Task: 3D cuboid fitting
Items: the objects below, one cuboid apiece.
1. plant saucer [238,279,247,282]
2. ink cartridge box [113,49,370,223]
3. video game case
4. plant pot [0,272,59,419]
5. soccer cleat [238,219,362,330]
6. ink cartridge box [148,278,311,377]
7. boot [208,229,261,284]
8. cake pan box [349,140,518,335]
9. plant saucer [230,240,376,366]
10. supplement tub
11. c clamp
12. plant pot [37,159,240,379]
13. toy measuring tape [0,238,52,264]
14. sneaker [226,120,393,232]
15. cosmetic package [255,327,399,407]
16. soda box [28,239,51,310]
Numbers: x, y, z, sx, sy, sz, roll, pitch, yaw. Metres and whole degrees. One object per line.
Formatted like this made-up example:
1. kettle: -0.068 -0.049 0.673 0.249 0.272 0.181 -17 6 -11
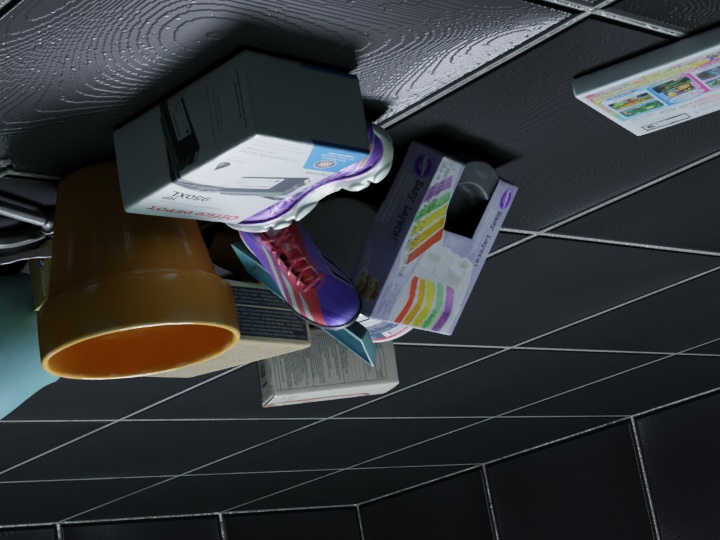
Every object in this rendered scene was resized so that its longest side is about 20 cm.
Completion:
1. plant saucer: -0.137 0.044 2.125 0.198 0.036 0.200 -10 165 -3
2. ink cartridge box: -0.112 -0.117 1.471 0.144 0.085 0.199 6 158 -44
3. video game case: 0.339 -0.195 1.614 0.199 0.024 0.182 -18 163 27
4. plant pot: -0.448 0.092 1.818 0.187 0.202 0.200 -17 171 -33
5. soccer cleat: -0.072 -0.016 1.680 0.068 0.200 0.073 -36 148 -10
6. ink cartridge box: -0.184 0.070 1.844 0.199 0.076 0.164 -15 166 32
7. boot: -0.123 -0.012 1.909 0.075 0.074 0.200 5 165 16
8. cake pan box: 0.080 -0.035 1.747 0.052 0.201 0.184 28 -174 30
9. plant saucer: -0.060 0.032 1.735 0.019 0.199 0.070 -48 152 -14
10. supplement tub: 0.000 0.000 1.859 0.139 0.142 0.200 -14 164 12
11. c clamp: -0.375 -0.053 1.631 0.169 0.027 0.200 -14 165 18
12. plant pot: -0.232 -0.005 1.604 0.198 0.185 0.200 -10 164 -3
13. toy measuring tape: -0.318 0.000 1.726 0.199 0.074 0.074 -16 170 -31
14. sneaker: -0.066 -0.108 1.598 0.199 0.081 0.083 -25 144 22
15. cosmetic package: -0.053 0.141 2.409 0.198 0.104 0.087 -4 165 -18
16. soda box: -0.276 0.006 1.832 0.199 0.068 0.064 0 162 -33
